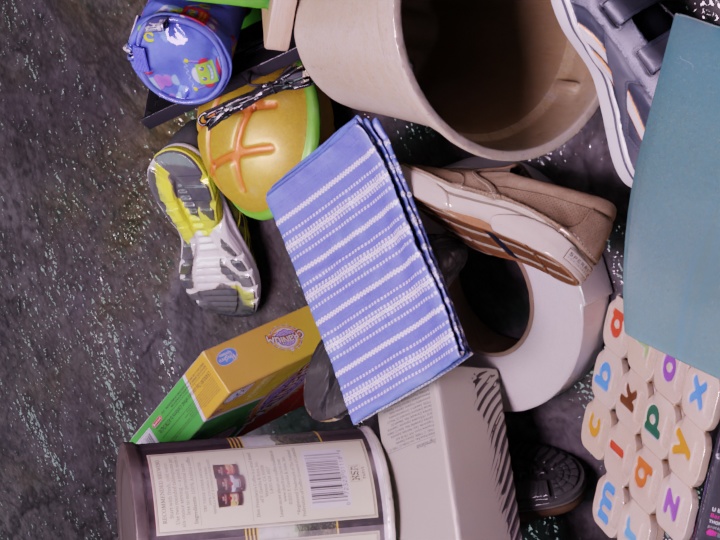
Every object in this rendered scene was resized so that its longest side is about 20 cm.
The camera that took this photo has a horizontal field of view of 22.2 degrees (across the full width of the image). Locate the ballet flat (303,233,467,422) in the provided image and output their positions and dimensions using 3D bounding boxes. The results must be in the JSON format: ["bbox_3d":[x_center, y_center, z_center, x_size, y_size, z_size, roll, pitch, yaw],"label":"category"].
[{"bbox_3d":[0.019,0.051,1.433,0.200,0.057,0.067,-51,60,31],"label":"ballet flat"}]

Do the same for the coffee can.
[{"bbox_3d":[-0.085,0.202,1.440,0.146,0.199,0.147,177,90,-77],"label":"coffee can"}]

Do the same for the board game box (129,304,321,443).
[{"bbox_3d":[-0.080,0.088,1.528,0.040,0.200,0.153,54,137,13],"label":"board game box"}]

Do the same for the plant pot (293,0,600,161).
[{"bbox_3d":[0.053,-0.182,1.304,0.183,0.200,0.202,9,113,56],"label":"plant pot"}]

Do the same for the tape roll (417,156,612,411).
[{"bbox_3d":[0.105,0.011,1.428,0.202,0.037,0.204,21,120,40],"label":"tape roll"}]

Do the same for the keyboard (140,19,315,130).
[{"bbox_3d":[-0.084,-0.158,1.442,0.199,0.127,0.021,-23,123,18],"label":"keyboard"}]

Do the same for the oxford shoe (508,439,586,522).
[{"bbox_3d":[0.109,0.189,1.489,0.199,0.073,0.085,-12,124,44],"label":"oxford shoe"}]

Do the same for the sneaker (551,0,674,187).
[{"bbox_3d":[0.193,-0.153,1.239,0.079,0.078,0.201,-3,115,51],"label":"sneaker"}]

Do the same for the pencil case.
[{"bbox_3d":[-0.133,-0.210,1.458,0.086,0.200,0.078,7,126,1],"label":"pencil case"}]

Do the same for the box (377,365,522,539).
[{"bbox_3d":[0.071,0.178,1.405,0.082,0.068,0.201,-26,65,48],"label":"box"}]

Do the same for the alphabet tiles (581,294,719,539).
[{"bbox_3d":[0.206,0.100,1.292,0.196,0.015,0.201,-133,51,-69],"label":"alphabet tiles"}]

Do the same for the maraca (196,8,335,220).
[{"bbox_3d":[-0.085,-0.132,1.515,0.137,0.107,0.201,-50,46,30],"label":"maraca"}]

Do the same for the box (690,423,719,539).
[{"bbox_3d":[0.277,0.187,1.243,0.106,0.122,0.201,13,120,11],"label":"box"}]

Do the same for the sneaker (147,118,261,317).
[{"bbox_3d":[-0.122,-0.045,1.616,0.074,0.085,0.201,4,133,20],"label":"sneaker"}]

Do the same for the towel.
[{"bbox_3d":[0.000,0.000,1.383,0.145,0.024,0.201,-34,72,45],"label":"towel"}]

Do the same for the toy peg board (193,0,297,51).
[{"bbox_3d":[-0.089,-0.301,1.368,0.200,0.097,0.201,-98,17,-56],"label":"toy peg board"}]

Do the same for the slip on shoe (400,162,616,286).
[{"bbox_3d":[0.103,-0.049,1.338,0.076,0.061,0.200,40,170,-39],"label":"slip on shoe"}]

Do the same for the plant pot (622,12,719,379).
[{"bbox_3d":[0.250,-0.036,1.137,0.141,0.141,0.201,27,104,36],"label":"plant pot"}]
